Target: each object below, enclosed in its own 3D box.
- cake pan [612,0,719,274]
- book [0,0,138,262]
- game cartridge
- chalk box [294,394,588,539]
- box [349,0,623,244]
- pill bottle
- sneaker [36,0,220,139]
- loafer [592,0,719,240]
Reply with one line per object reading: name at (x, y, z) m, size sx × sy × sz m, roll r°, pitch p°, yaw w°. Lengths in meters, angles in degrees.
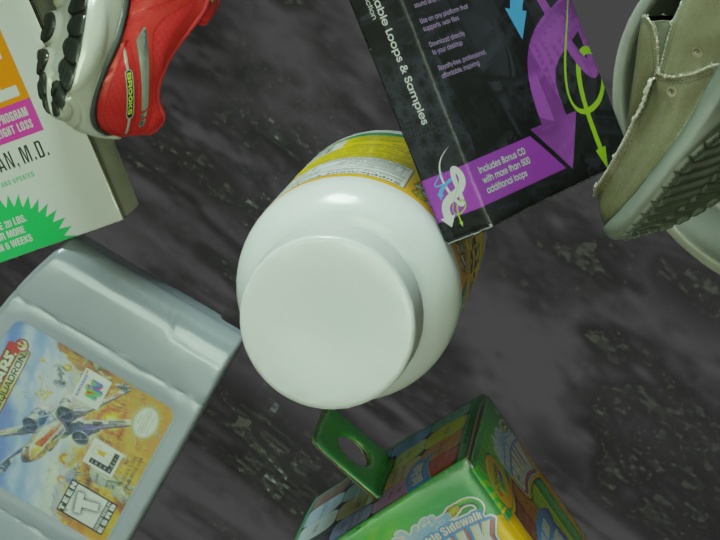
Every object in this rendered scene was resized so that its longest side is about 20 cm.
cake pan at (0.225, -0.081, 1.028) m, size 0.200 × 0.037 × 0.201 m, roll 15°, pitch 121°, yaw 26°
book at (-0.221, -0.103, 1.126) m, size 0.133 × 0.048 × 0.201 m, roll -19°, pitch 103°, yaw 15°
game cartridge at (-0.168, 0.087, 1.166) m, size 0.133 × 0.042 × 0.200 m, roll 29°, pitch 106°, yaw -3°
chalk box at (0.045, 0.155, 1.104) m, size 0.124 × 0.124 × 0.200 m, roll -33°, pitch 98°, yaw 15°
box at (0.055, -0.128, 1.014) m, size 0.036 × 0.143 × 0.201 m, roll -21°, pitch 93°, yaw 40°
pill bottle at (0.000, 0.000, 1.032) m, size 0.112 × 0.200 × 0.113 m, roll 2°, pitch 104°, yaw 9°
sneaker at (-0.110, -0.167, 1.084) m, size 0.085 × 0.077 × 0.201 m, roll 15°, pitch 94°, yaw -33°
loafer at (0.169, -0.096, 0.996) m, size 0.070 × 0.075 × 0.200 m, roll 53°, pitch 132°, yaw 27°
